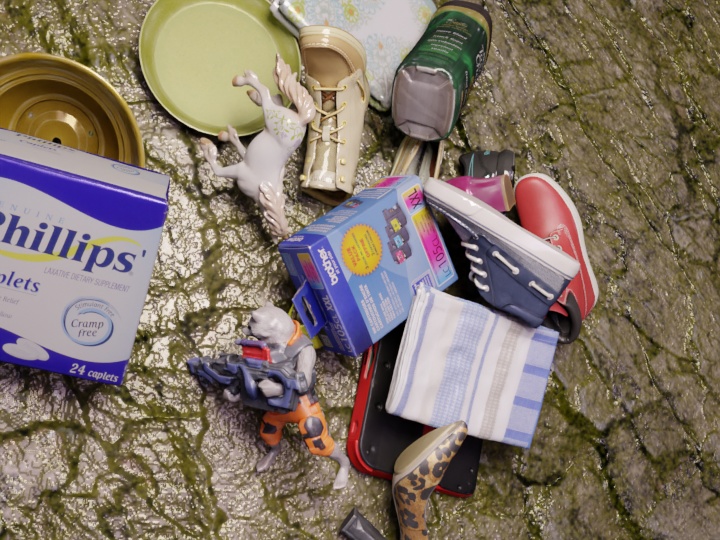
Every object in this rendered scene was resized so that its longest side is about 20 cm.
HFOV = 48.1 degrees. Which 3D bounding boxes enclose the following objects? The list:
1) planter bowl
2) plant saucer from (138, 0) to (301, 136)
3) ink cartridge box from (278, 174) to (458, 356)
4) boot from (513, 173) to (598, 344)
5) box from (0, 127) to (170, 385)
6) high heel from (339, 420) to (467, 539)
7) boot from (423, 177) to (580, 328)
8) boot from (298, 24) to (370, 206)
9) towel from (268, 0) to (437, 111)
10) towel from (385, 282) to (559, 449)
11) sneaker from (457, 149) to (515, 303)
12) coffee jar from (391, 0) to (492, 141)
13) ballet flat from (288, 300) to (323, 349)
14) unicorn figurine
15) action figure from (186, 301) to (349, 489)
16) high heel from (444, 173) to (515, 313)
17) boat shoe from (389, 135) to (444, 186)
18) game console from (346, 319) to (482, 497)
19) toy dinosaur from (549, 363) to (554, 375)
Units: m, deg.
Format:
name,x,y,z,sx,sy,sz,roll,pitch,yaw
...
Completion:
name,x,y,z,sx,sy,sz,roll,pitch,yaw
planter bowl,-0.326,-0.128,0.851,0.196,0.084,0.205,-4,110,-10
plant saucer,-0.170,-0.255,0.983,0.196,0.031,0.204,5,76,-20
ink cartridge box,0.000,0.000,0.900,0.199,0.076,0.138,-34,110,-27
boot,0.237,-0.017,1.013,0.144,0.071,0.203,-37,104,-57
box,-0.299,-0.013,0.796,0.180,0.105,0.204,14,106,-17
high heel,0.088,0.271,0.906,0.142,0.071,0.201,41,106,-2
boot,0.141,-0.018,0.899,0.198,0.073,0.091,31,103,-2
boot,-0.037,-0.172,0.933,0.071,0.200,0.159,7,76,9
towel,-0.003,-0.332,1.038,0.199,0.048,0.173,38,69,-21
towel,0.130,0.112,0.915,0.197,0.024,0.150,18,86,-21
sneaker,0.151,-0.059,1.048,0.078,0.075,0.204,9,80,12
coffee jar,0.106,-0.256,1.013,0.084,0.106,0.201,16,45,12
ballet flat,-0.033,-0.006,0.951,0.067,0.066,0.203,46,62,-52
unicorn figurine,-0.110,-0.127,0.909,0.137,0.201,0.073,43,41,16
action figure,-0.093,0.125,0.874,0.104,0.198,0.197,-27,117,-40
high heel,0.148,-0.014,0.976,0.067,0.094,0.204,-42,121,-56
boat shoe,0.062,-0.092,1.007,0.070,0.076,0.204,16,74,-17
game console,0.078,0.159,0.988,0.174,0.031,0.204,19,73,-22
toy dinosaur,0.135,0.128,0.975,0.196,0.077,0.104,10,64,-19
